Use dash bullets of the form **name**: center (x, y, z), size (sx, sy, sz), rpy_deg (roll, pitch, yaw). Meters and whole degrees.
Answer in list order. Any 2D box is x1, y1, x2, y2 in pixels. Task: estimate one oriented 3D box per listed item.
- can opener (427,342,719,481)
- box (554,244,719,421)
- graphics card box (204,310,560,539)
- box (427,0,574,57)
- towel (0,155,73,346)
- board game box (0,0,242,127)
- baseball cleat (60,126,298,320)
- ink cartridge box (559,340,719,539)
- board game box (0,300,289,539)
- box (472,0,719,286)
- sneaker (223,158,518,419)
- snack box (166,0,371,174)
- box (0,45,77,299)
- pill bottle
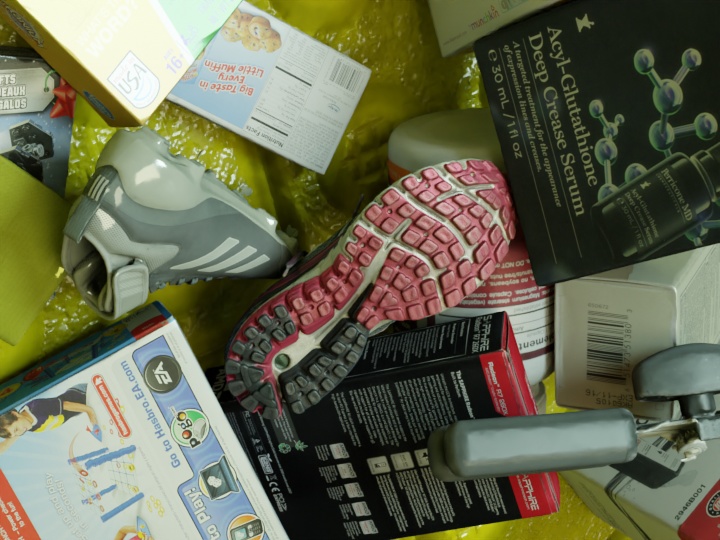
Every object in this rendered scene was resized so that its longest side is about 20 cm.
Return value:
- **can opener**: center (0.134, 0.086, 0.972), size (0.200, 0.053, 0.067), rpy_deg (-8, 79, -20)
- **box**: center (0.192, 0.014, 1.098), size (0.200, 0.078, 0.095), rpy_deg (-39, 131, -60)
- **graphics card box**: center (0.011, 0.104, 1.028), size (0.200, 0.051, 0.126), rpy_deg (-13, 118, 14)
- **box**: center (0.125, -0.201, 0.962), size (0.112, 0.200, 0.102), rpy_deg (-13, 88, -26)
- **towel**: center (-0.234, -0.041, 0.869), size (0.200, 0.018, 0.086), rpy_deg (36, 91, -36)
- **board game box**: center (-0.146, -0.197, 0.878), size (0.200, 0.040, 0.153), rpy_deg (45, 70, -28)
- **baseball cleat**: center (-0.107, -0.015, 0.946), size (0.107, 0.070, 0.200), rpy_deg (-53, 151, 0)
- **ink cartridge box**: center (0.247, 0.131, 1.160), size (0.144, 0.200, 0.084), rpy_deg (-47, 120, -10)
- **board game box**: center (-0.154, 0.151, 0.964), size (0.196, 0.056, 0.200), rpy_deg (-28, 108, -10)
- **box**: center (0.182, -0.087, 0.925), size (0.107, 0.200, 0.149), rpy_deg (-14, 88, -45)
- **sneaker**: center (0.000, 0.000, 0.973), size (0.200, 0.075, 0.081), rpy_deg (-35, 107, 2)
- **snack box**: center (-0.086, -0.126, 0.974), size (0.200, 0.024, 0.072), rpy_deg (25, 92, -35)
- **box**: center (-0.253, -0.054, 0.885), size (0.200, 0.040, 0.137), rpy_deg (1, 106, -32)
- **pill bottle**: center (0.075, 0.006, 1.064), size (0.113, 0.113, 0.200), rpy_deg (-13, 113, -28)
